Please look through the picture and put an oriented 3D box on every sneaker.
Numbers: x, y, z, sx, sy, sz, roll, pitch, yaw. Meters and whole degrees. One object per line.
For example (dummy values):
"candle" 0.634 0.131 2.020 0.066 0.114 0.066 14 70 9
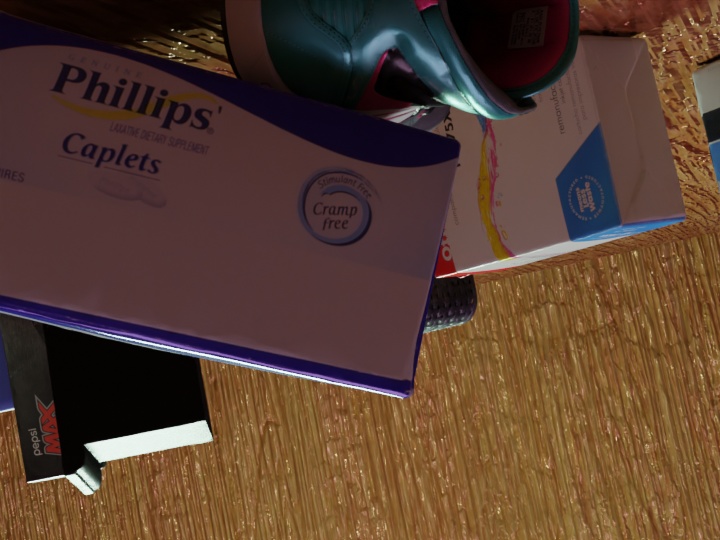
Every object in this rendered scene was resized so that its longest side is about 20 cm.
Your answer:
"sneaker" 0.037 -0.098 0.577 0.120 0.084 0.200 -3 177 21

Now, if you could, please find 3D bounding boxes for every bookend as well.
"bookend" -0.119 0.035 0.955 0.199 0.199 0.092 -11 163 -6

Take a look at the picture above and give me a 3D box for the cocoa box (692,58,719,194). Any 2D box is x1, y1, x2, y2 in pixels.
"cocoa box" 0.358 -0.100 0.944 0.200 0.132 0.133 -8 174 -31

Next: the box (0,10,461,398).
"box" -0.083 -0.019 0.577 0.183 0.105 0.200 13 174 -17

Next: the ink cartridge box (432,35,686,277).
"ink cartridge box" 0.098 -0.064 0.861 0.067 0.117 0.200 -8 174 -41

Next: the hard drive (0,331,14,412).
"hard drive" -0.353 0.068 1.259 0.200 0.132 0.025 -14 175 26

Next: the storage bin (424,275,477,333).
"storage bin" 0.000 0.000 1.247 0.094 0.136 0.200 -7 174 -40

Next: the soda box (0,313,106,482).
"soda box" -0.269 0.079 1.168 0.071 0.201 0.063 -10 176 -9
